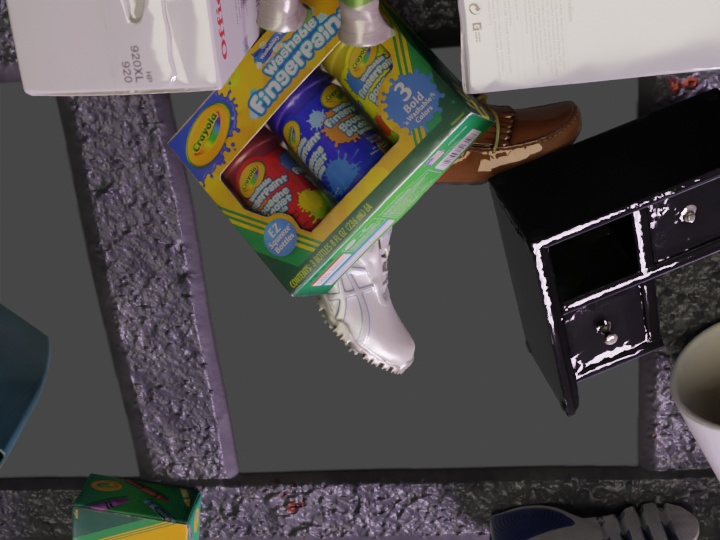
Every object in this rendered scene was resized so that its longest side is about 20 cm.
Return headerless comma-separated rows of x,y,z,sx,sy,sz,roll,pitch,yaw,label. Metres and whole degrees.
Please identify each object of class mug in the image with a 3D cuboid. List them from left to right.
0.374,0.134,0.984,0.185,0.150,0.154,-14,121,21,mug

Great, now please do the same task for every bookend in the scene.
0.225,-0.011,0.936,0.197,0.092,0.201,-21,131,-3,bookend

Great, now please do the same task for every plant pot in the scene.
-0.369,0.115,1.035,0.141,0.200,0.142,36,114,-10,plant pot

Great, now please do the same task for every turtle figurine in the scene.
-0.014,-0.271,0.811,0.143,0.200,0.195,-5,122,-16,turtle figurine

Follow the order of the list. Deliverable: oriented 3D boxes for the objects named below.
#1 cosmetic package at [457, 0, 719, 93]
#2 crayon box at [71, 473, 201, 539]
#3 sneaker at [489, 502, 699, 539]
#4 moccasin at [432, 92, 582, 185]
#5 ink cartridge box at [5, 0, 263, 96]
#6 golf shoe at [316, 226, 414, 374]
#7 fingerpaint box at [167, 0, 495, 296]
0.175,-0.193,0.866,0.198,0.113,0.082,-2,115,11,cosmetic package
-0.230,0.313,1.192,0.118,0.058,0.201,8,116,4,crayon box
0.223,0.293,1.110,0.198,0.081,0.116,-3,113,7,sneaker
0.078,-0.116,0.942,0.200,0.074,0.078,-2,124,19,moccasin
-0.157,-0.227,0.843,0.143,0.200,0.148,-2,115,8,ink cartridge box
0.000,0.000,1.005,0.097,0.078,0.200,-35,108,15,golf shoe
-0.026,-0.108,0.905,0.200,0.073,0.167,-44,76,16,fingerpaint box
